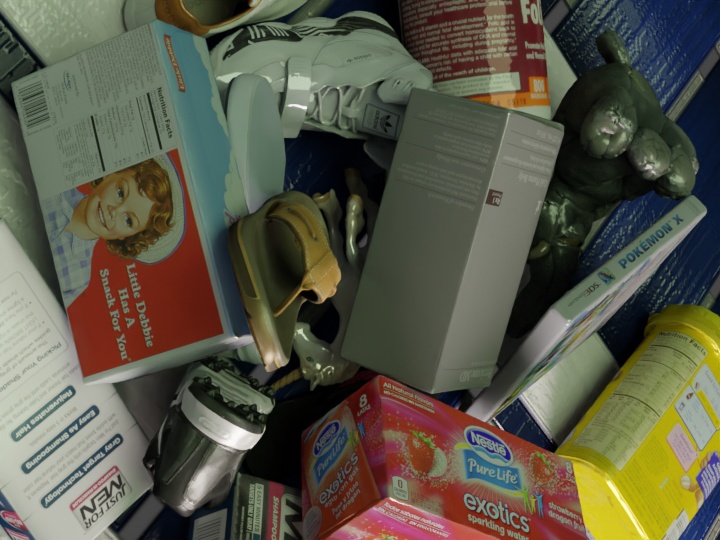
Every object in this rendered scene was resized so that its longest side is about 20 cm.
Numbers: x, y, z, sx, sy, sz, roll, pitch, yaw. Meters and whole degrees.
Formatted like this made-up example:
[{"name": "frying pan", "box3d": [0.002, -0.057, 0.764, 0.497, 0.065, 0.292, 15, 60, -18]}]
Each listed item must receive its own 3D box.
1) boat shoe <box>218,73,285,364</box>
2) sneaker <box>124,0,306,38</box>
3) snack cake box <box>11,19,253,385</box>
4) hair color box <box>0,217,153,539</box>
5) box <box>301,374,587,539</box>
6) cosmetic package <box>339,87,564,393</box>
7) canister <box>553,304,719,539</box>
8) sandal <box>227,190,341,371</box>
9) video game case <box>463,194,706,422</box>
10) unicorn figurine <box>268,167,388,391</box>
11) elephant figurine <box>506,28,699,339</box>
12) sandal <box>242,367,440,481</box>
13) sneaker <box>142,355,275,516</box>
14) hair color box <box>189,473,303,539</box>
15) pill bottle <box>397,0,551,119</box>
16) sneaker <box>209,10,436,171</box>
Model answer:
[{"name": "boat shoe", "box3d": [-0.101, -0.036, 0.846, 0.075, 0.085, 0.204, -53, 147, -62]}, {"name": "sneaker", "box3d": [-0.069, -0.213, 0.878, 0.200, 0.084, 0.073, -40, 109, -32]}, {"name": "snack cake box", "box3d": [-0.135, -0.040, 0.772, 0.067, 0.114, 0.202, 1, 73, -68]}, {"name": "hair color box", "box3d": [-0.218, 0.078, 0.773, 0.100, 0.060, 0.201, -41, 111, -31]}, {"name": "box", "box3d": [0.061, 0.167, 0.870, 0.199, 0.095, 0.100, 27, 40, -30]}, {"name": "cosmetic package", "box3d": [0.065, -0.019, 0.872, 0.107, 0.090, 0.202, 0, 104, -60]}, {"name": "canister", "box3d": [0.274, 0.151, 1.120, 0.200, 0.086, 0.149, -45, 114, -27]}, {"name": "sandal", "box3d": [-0.037, -0.007, 0.756, 0.200, 0.054, 0.081, -66, 138, -69]}, {"name": "video game case", "box3d": [0.177, 0.038, 0.996, 0.182, 0.200, 0.022, -34, 75, -32]}, {"name": "unicorn figurine", "box3d": [0.000, 0.000, 0.926, 0.199, 0.074, 0.138, -29, 116, -39]}, {"name": "elephant figurine", "box3d": [0.171, -0.070, 1.037, 0.142, 0.200, 0.155, 46, 34, -7]}, {"name": "sandal", "box3d": [-0.001, 0.109, 0.942, 0.199, 0.045, 0.076, -22, 101, -35]}, {"name": "sneaker", "box3d": [-0.103, 0.108, 0.800, 0.066, 0.200, 0.091, 32, 91, -4]}, {"name": "hair color box", "box3d": [-0.027, 0.221, 0.886, 0.199, 0.060, 0.101, 23, 57, -34]}, {"name": "pill bottle", "box3d": [0.087, -0.210, 0.973, 0.113, 0.114, 0.202, -9, 94, -36]}, {"name": "sneaker", "box3d": [-0.023, -0.124, 0.882, 0.199, 0.115, 0.076, -22, 142, -38]}]
